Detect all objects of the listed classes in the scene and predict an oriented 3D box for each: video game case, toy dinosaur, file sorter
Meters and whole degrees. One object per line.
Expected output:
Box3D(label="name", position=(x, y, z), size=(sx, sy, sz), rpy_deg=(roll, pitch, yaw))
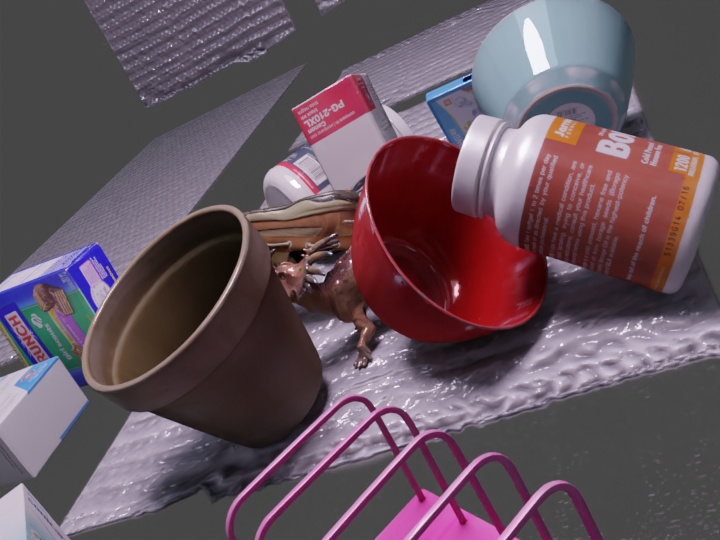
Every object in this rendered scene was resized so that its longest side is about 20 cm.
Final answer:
Box3D(label="video game case", position=(0.200, -0.208, 0.997), size=(0.196, 0.143, 0.018), rpy_deg=(-20, 47, 22))
Box3D(label="toy dinosaur", position=(0.000, 0.000, 0.809), size=(0.198, 0.137, 0.085), rpy_deg=(-36, 24, -17))
Box3D(label="file sorter", position=(0.030, 0.168, 0.441), size=(0.138, 0.127, 0.198), rpy_deg=(-40, 25, -24))

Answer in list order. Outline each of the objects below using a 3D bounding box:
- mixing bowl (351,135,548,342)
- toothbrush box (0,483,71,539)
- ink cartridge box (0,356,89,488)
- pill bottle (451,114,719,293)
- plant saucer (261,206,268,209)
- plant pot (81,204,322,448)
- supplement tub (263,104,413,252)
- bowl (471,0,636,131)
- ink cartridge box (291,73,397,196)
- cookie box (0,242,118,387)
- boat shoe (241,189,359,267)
Box3D(label="mixing bowl", position=(0.066, -0.011, 0.729), size=(0.109, 0.199, 0.201), rpy_deg=(-48, 4, 46))
Box3D(label="toothbrush box", position=(-0.317, 0.292, 0.652), size=(0.145, 0.086, 0.199), rpy_deg=(-37, 25, -15))
Box3D(label="ink cartridge box", position=(-0.474, 0.209, 1.010), size=(0.196, 0.086, 0.145), rpy_deg=(-18, 25, 22))
Box3D(label="pill bottle", position=(0.181, -0.063, 0.650), size=(0.196, 0.114, 0.113), rpy_deg=(19, 42, 18))
Box3D(label="plant saucer", position=(-0.205, -0.010, 1.185), size=(0.196, 0.048, 0.201), rpy_deg=(-24, 23, 13))
Box3D(label="plant pot", position=(-0.128, 0.072, 0.735), size=(0.197, 0.174, 0.202), rpy_deg=(-27, 36, 22))
Box3D(label="supplement tub", position=(-0.024, -0.126, 1.088), size=(0.199, 0.142, 0.139), rpy_deg=(-38, 24, -21))
Box3D(label="bowl", position=(0.231, -0.201, 0.911), size=(0.197, 0.201, 0.107), rpy_deg=(-19, 45, 22))
Box3D(label="ink cartridge box", position=(0.011, -0.124, 0.938), size=(0.083, 0.203, 0.145), rpy_deg=(-26, 9, 13))
Box3D(label="cookie box", position=(-0.409, 0.073, 1.102), size=(0.197, 0.174, 0.075), rpy_deg=(-15, 22, 31))
Box3D(label="boat shoe", position=(-0.085, -0.036, 0.880), size=(0.196, 0.076, 0.075), rpy_deg=(-11, 2, 32))
